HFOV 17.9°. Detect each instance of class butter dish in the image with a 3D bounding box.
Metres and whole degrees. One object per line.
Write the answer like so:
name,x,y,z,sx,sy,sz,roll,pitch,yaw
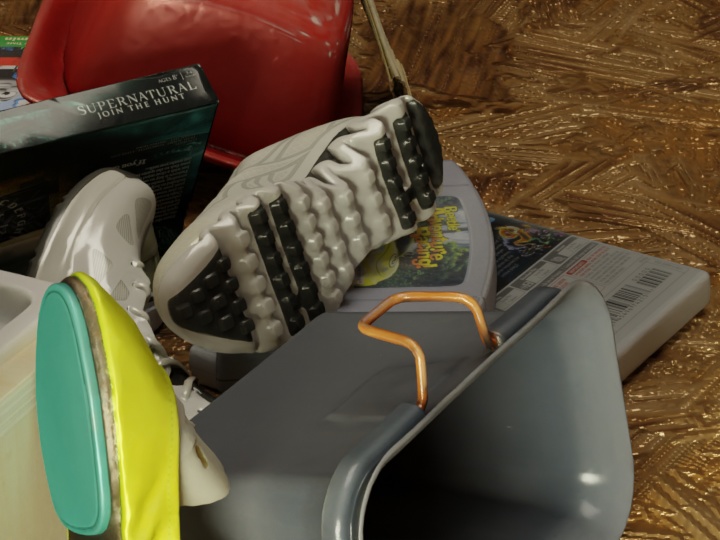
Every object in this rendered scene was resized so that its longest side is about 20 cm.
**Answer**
butter dish,-0.076,-0.156,1.307,0.200,0.148,0.200,18,30,-8

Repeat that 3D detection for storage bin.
storage bin,0.002,0.080,0.925,0.134,0.146,0.200,4,27,33

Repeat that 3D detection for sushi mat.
sushi mat,0.021,-0.109,1.310,0.012,0.096,0.200,-21,29,4

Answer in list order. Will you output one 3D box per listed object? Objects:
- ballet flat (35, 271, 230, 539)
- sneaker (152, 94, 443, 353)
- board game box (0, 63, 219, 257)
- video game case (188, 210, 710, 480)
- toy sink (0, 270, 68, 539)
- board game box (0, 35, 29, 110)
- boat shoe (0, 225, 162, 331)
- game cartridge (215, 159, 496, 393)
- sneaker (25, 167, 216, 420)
ballet flat,-0.080,0.099,0.835,0.067,0.200,0.067,-3,3,-29
sneaker,-0.039,-0.019,1.065,0.081,0.075,0.200,0,23,34
board game box,-0.176,-0.032,1.140,0.200,0.135,0.028,-15,62,-25
video game case,0.047,0.028,1.128,0.182,0.023,0.200,17,34,31
toy sink,-0.172,0.062,0.891,0.130,0.200,0.112,11,31,24
board game box,-0.200,-0.085,1.341,0.151,0.037,0.200,1,29,6
boat shoe,-0.191,0.016,1.122,0.200,0.062,0.072,-17,31,-26
game cartridge,0.000,0.000,1.123,0.133,0.041,0.200,1,29,-1
sneaker,-0.101,0.044,1.039,0.115,0.076,0.201,12,52,9
